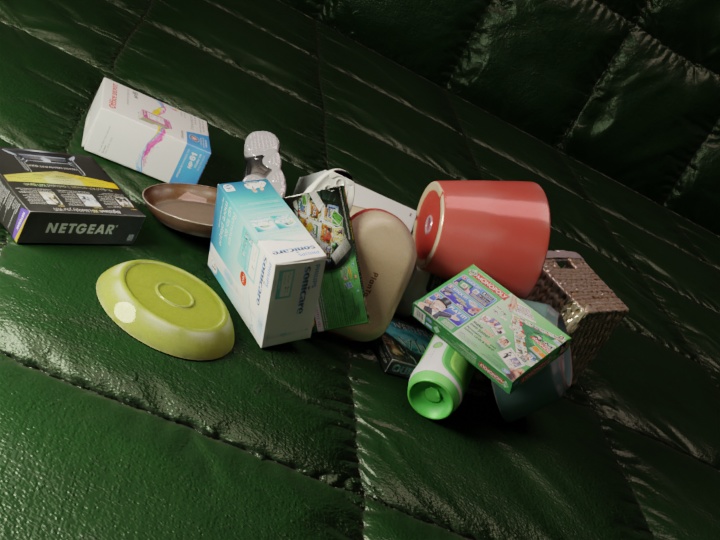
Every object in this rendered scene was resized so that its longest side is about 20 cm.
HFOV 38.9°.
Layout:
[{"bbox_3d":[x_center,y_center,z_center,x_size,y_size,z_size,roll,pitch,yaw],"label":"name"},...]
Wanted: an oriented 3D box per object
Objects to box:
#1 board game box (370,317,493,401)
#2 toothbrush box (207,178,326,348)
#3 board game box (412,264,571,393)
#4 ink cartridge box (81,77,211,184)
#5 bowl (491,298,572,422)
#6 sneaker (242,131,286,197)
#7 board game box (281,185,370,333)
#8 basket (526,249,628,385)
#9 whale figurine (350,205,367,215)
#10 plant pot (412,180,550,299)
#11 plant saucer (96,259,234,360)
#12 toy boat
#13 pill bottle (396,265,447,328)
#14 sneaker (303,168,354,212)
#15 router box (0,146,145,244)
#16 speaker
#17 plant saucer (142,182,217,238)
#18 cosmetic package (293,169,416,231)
[{"bbox_3d":[0.106,0.135,1.627,0.198,0.028,0.136,19,24,-28],"label":"board game box"},{"bbox_3d":[-0.137,-0.013,1.449,0.084,0.148,0.200,-10,42,-30],"label":"toothbrush box"},{"bbox_3d":[0.192,0.082,1.504,0.134,0.029,0.199,-29,52,-32],"label":"board game box"},{"bbox_3d":[-0.361,-0.230,1.729,0.198,0.085,0.145,20,24,-23],"label":"ink cartridge box"},{"bbox_3d":[0.270,0.130,1.596,0.103,0.204,0.201,-9,12,19],"label":"bowl"},{"bbox_3d":[-0.167,-0.136,1.761,0.074,0.115,0.202,0,51,-6],"label":"sneaker"},{"bbox_3d":[-0.054,-0.014,1.486,0.103,0.203,0.023,-10,2,7],"label":"board game box"},{"bbox_3d":[0.339,0.086,1.811,0.197,0.201,0.161,1,38,-51],"label":"basket"},{"bbox_3d":[-0.005,-0.051,1.822,0.157,0.105,0.200,15,-7,18],"label":"whale figurine"},{"bbox_3d":[0.187,-0.059,1.660,0.174,0.203,0.201,9,27,-15],"label":"plant pot"},{"bbox_3d":[-0.251,0.043,1.354,0.198,0.031,0.201,26,22,-11],"label":"plant saucer"},{"bbox_3d":[0.000,0.000,1.571,0.129,0.202,0.131,22,9,-22],"label":"toy boat"},{"bbox_3d":[0.127,0.043,1.738,0.198,0.115,0.114,26,22,-14],"label":"pill bottle"},{"bbox_3d":[-0.087,-0.072,1.580,0.080,0.202,0.146,24,4,-20],"label":"sneaker"},{"bbox_3d":[-0.421,-0.103,1.416,0.157,0.053,0.199,44,25,28],"label":"router box"},{"bbox_3d":[0.136,0.132,1.533,0.088,0.089,0.201,31,40,3],"label":"speaker"},{"bbox_3d":[-0.244,-0.091,1.597,0.197,0.033,0.201,12,18,-4],"label":"plant saucer"},{"bbox_3d":[-0.013,-0.122,1.910,0.198,0.052,0.150,23,-11,-20],"label":"cosmetic package"}]
